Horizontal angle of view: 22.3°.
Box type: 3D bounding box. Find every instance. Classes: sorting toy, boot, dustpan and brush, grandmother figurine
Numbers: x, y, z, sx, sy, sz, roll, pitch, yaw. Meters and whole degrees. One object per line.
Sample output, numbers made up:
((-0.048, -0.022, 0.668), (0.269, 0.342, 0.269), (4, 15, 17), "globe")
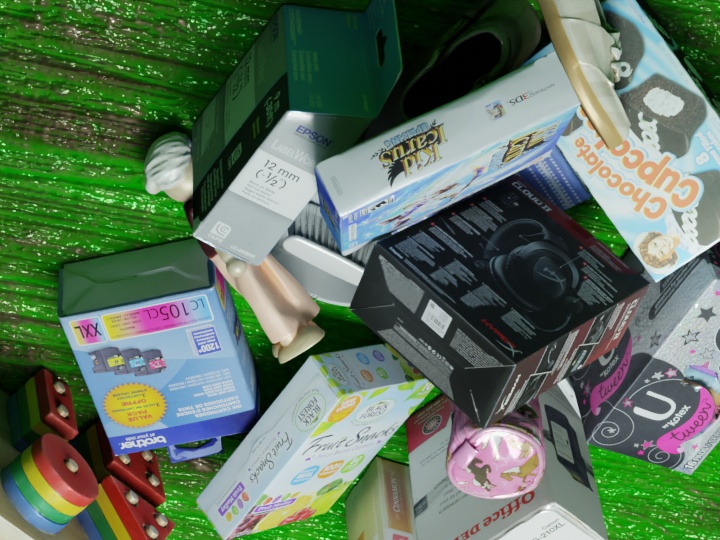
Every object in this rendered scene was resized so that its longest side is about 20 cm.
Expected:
((-0.240, 0.187, 1.575), (0.070, 0.199, 0.200), (-40, 123, 10), "sorting toy")
((0.056, -0.131, 1.356), (0.070, 0.146, 0.200), (42, 113, 0), "boot")
((0.000, 0.000, 1.485), (0.200, 0.057, 0.140), (29, 142, -18), "dustpan and brush")
((-0.105, -0.023, 1.461), (0.061, 0.121, 0.200), (-37, 101, -13), "grandmother figurine")

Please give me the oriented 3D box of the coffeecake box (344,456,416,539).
((0.093, 0.274, 1.696), (0.200, 0.154, 0.073), (19, 125, -19), "coffeecake box")

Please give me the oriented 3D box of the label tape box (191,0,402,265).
((-0.051, -0.124, 1.361), (0.066, 0.143, 0.200), (24, 124, -22), "label tape box")

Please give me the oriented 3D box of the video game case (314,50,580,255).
((0.059, -0.079, 1.309), (0.181, 0.200, 0.046), (-27, 84, -3), "video game case")

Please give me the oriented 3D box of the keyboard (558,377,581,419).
((0.154, 0.056, 1.573), (0.011, 0.056, 0.200), (-24, 132, 14), "keyboard")

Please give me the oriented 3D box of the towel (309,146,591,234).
((0.071, -0.062, 1.501), (0.200, 0.024, 0.145), (-27, 127, 17), "towel")

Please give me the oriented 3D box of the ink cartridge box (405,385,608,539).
((0.123, 0.184, 1.593), (0.145, 0.200, 0.084), (-37, 123, 24), "ink cartridge box")

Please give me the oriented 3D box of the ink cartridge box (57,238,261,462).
((-0.165, 0.078, 1.566), (0.136, 0.076, 0.200), (-11, 131, 5), "ink cartridge box")

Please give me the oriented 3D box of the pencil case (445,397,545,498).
((0.106, 0.097, 1.519), (0.086, 0.200, 0.083), (-4, 130, -1), "pencil case")

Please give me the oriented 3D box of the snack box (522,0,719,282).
((0.218, -0.105, 1.403), (0.116, 0.037, 0.200), (-36, 90, 23), "snack box")

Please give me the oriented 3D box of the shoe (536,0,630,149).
((0.161, -0.185, 1.341), (0.053, 0.070, 0.200), (-23, 102, 8), "shoe")

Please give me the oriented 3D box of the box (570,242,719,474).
((0.273, 0.051, 1.539), (0.115, 0.132, 0.200), (18, 126, -20), "box")

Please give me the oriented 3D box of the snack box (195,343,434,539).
((-0.037, 0.148, 1.602), (0.142, 0.053, 0.200), (-8, 143, -51), "snack box")

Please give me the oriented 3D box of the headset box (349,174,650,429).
((0.116, 0.017, 1.424), (0.200, 0.149, 0.077), (-26, 149, -44), "headset box")
